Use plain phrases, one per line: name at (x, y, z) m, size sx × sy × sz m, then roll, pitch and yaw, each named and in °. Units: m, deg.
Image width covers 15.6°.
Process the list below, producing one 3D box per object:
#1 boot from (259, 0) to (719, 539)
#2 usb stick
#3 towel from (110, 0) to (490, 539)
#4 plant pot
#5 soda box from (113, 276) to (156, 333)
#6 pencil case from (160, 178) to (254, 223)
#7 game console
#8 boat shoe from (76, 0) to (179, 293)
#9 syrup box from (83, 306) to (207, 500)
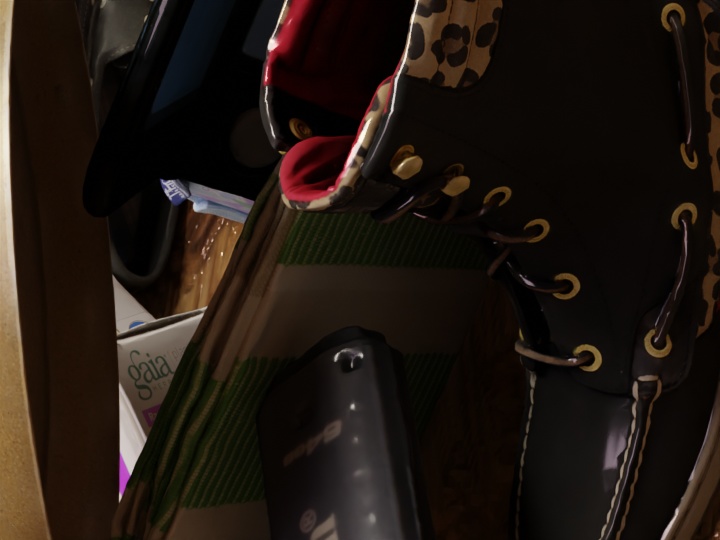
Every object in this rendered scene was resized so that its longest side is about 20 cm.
boot at (0.041, -0.010, 0.723) m, size 0.073 × 0.150 × 0.201 m, roll 16°, pitch 90°, yaw 51°
usb stick at (0.003, 0.105, 0.695) m, size 0.055 × 0.033 × 0.201 m, roll -44°, pitch 40°, yaw 36°
towel at (0.000, 0.000, 0.804) m, size 0.023 × 0.152 × 0.201 m, roll 27°, pitch 101°, yaw 27°
plant pot at (-0.094, 0.002, 0.748) m, size 0.200 × 0.027 × 0.201 m, roll -5°, pitch -90°, yaw -89°
soda box at (-0.144, 0.096, 1.036) m, size 0.064 × 0.068 × 0.200 m, roll 43°, pitch 119°, yaw 16°
pencil case at (-0.016, -0.113, 0.936) m, size 0.091 × 0.083 × 0.201 m, roll 156°, pitch 126°, yaw -73°
game console at (0.010, -0.102, 0.783) m, size 0.116 × 0.175 × 0.201 m, roll 40°, pitch 110°, yaw 57°
boat shoe at (-0.091, -0.084, 1.068) m, size 0.056 × 0.068 × 0.201 m, roll -1°, pitch 78°, yaw 44°
syrup box at (-0.125, 0.086, 0.933) m, size 0.199 × 0.079 × 0.082 m, roll -24°, pitch 88°, yaw 33°
